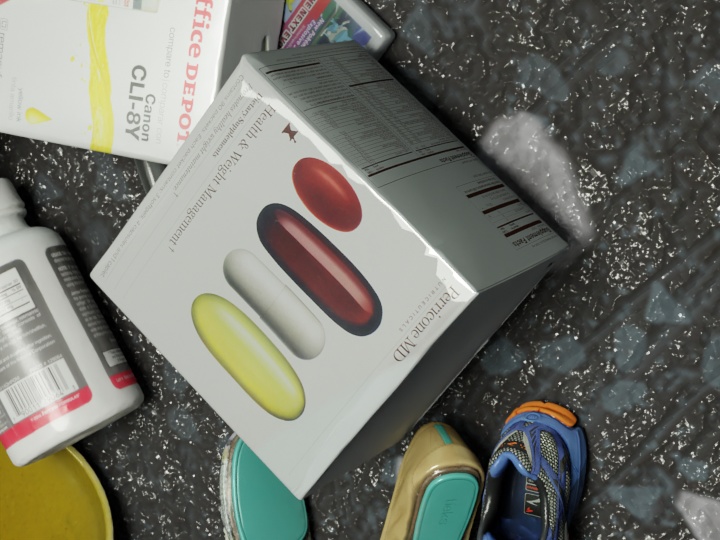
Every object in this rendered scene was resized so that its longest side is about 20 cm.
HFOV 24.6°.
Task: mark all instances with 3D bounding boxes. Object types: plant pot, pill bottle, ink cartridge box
[{"bbox_3d":[-0.304,0.229,1.285,0.200,0.200,0.142,47,145,12],"label":"plant pot"},{"bbox_3d":[-0.254,0.036,1.242,0.111,0.111,0.200,-30,86,31],"label":"pill bottle"},{"bbox_3d":[-0.164,-0.154,1.118,0.200,0.083,0.145,12,100,18],"label":"ink cartridge box"}]

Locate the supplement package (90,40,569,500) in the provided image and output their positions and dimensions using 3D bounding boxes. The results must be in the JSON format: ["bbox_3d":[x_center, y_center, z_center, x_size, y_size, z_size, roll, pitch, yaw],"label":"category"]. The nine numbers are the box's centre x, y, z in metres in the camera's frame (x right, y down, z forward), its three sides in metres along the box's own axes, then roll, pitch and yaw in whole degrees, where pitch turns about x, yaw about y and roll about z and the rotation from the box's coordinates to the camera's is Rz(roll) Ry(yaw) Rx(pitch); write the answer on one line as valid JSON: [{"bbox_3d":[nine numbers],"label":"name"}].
[{"bbox_3d":[-0.020,-0.005,1.039,0.200,0.147,0.191,45,118,13],"label":"supplement package"}]

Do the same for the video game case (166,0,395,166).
[{"bbox_3d":[-0.095,-0.151,1.164,0.182,0.023,0.200,46,117,13],"label":"video game case"}]

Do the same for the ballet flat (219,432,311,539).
[{"bbox_3d":[-0.065,0.214,1.207,0.072,0.072,0.200,-22,89,31],"label":"ballet flat"}]

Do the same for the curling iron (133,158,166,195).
[{"bbox_3d":[-0.164,-0.093,1.185,0.050,0.026,0.200,-27,86,23],"label":"curling iron"}]

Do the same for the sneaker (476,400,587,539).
[{"bbox_3d":[0.107,0.190,1.096,0.075,0.078,0.200,0,101,30],"label":"sneaker"}]

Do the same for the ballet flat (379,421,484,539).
[{"bbox_3d":[0.042,0.189,1.144,0.063,0.069,0.200,-114,33,-50],"label":"ballet flat"}]
